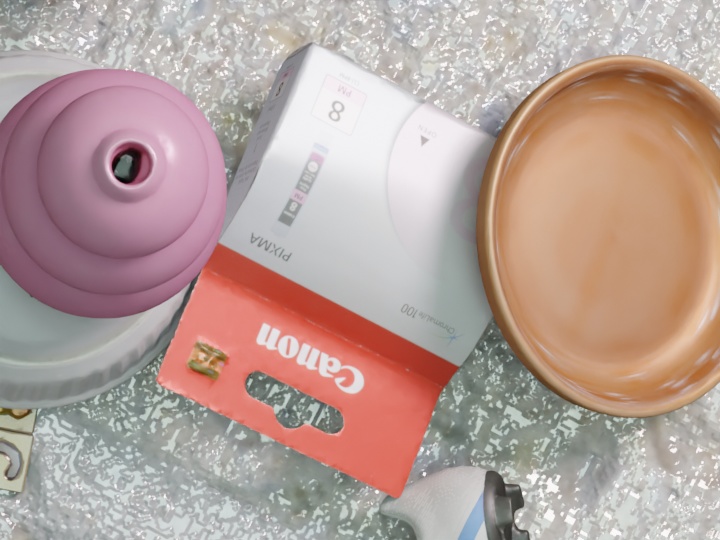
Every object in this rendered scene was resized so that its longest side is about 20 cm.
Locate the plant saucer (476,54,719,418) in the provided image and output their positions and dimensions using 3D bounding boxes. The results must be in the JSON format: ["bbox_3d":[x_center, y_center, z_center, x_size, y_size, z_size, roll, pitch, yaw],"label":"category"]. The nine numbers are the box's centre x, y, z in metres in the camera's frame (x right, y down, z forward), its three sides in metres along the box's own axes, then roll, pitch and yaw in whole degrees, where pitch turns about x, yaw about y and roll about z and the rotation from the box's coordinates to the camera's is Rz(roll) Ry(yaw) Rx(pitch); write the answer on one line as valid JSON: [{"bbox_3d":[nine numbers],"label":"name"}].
[{"bbox_3d":[0.144,-0.018,1.317,0.199,0.037,0.201,1,88,-30],"label":"plant saucer"}]

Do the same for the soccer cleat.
[{"bbox_3d":[0.059,0.209,1.322,0.086,0.070,0.201,-8,92,15],"label":"soccer cleat"}]

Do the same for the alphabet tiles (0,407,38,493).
[{"bbox_3d":[-0.275,0.055,1.304,0.199,0.006,0.167,12,87,-7],"label":"alphabet tiles"}]

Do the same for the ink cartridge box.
[{"bbox_3d":[0.000,0.000,1.289,0.162,0.057,0.201,27,69,-17],"label":"ink cartridge box"}]

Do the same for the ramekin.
[{"bbox_3d":[-0.176,-0.025,1.269,0.201,0.094,0.203,1,87,-11],"label":"ramekin"}]

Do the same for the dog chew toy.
[{"bbox_3d":[-0.120,-0.041,1.131,0.124,0.200,0.125,1,87,-10],"label":"dog chew toy"}]
